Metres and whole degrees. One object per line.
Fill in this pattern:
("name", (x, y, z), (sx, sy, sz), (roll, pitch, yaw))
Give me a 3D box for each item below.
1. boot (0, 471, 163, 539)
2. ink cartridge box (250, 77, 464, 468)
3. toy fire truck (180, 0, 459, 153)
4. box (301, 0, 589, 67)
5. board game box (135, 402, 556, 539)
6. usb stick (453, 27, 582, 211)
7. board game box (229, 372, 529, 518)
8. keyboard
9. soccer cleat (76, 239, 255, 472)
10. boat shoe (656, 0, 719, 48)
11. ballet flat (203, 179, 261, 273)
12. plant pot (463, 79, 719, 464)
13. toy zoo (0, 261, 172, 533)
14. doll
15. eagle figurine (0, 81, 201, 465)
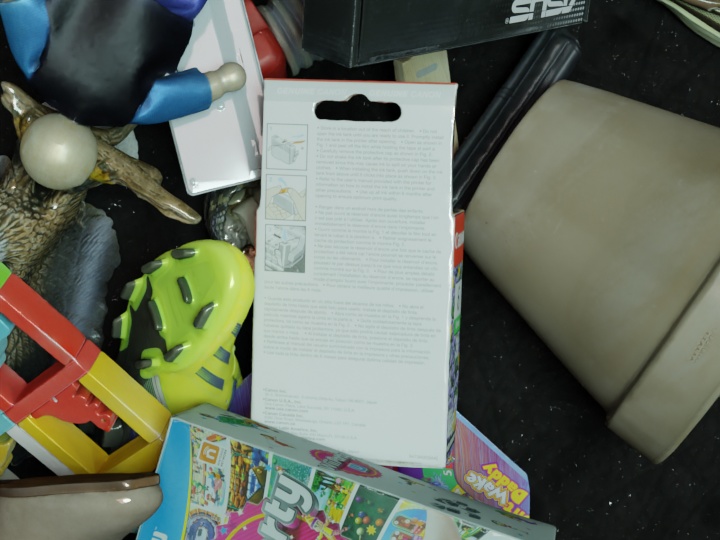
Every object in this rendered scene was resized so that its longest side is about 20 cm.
("boot", (-0.161, 0.178, 0.638), (0.070, 0.199, 0.147), (5, 78, -41))
("ink cartridge box", (0.000, 0.000, 0.683), (0.108, 0.050, 0.201), (3, 97, 11))
("toy fire truck", (-0.025, -0.139, 0.759), (0.175, 0.129, 0.201), (-32, 83, -7))
("box", (0.059, -0.217, 0.668), (0.199, 0.047, 0.194), (-18, 120, -41))
("board game box", (-0.017, 0.171, 0.645), (0.199, 0.064, 0.148), (18, 95, 9))
("usb stick", (0.073, -0.064, 0.788), (0.033, 0.055, 0.201), (34, 86, 4))
("board game box", (0.000, 0.138, 0.746), (0.200, 0.039, 0.158), (42, 112, -6))
("keyboard", (-0.092, -0.145, 0.695), (0.056, 0.011, 0.201), (-14, 92, -2))
("soccer cleat", (-0.096, 0.048, 0.709), (0.083, 0.200, 0.065), (-4, 55, -35))
("boat shoe", (0.189, -0.210, 0.798), (0.201, 0.075, 0.075), (24, 86, -6))
("ballet flat", (-0.026, 0.022, 0.768), (0.072, 0.072, 0.201), (-39, 94, -7))
("plant pot", (0.158, -0.016, 0.745), (0.173, 0.200, 0.201), (34, 84, 11))
("toy zoo", (-0.186, 0.071, 0.679), (0.131, 0.021, 0.200), (-34, 111, 32))
("doll", (-0.117, -0.132, 0.656), (0.136, 0.048, 0.201), (28, 86, -27))
("eagle figurine", (-0.206, -0.008, 0.732), (0.200, 0.150, 0.152), (-55, 51, 25))
